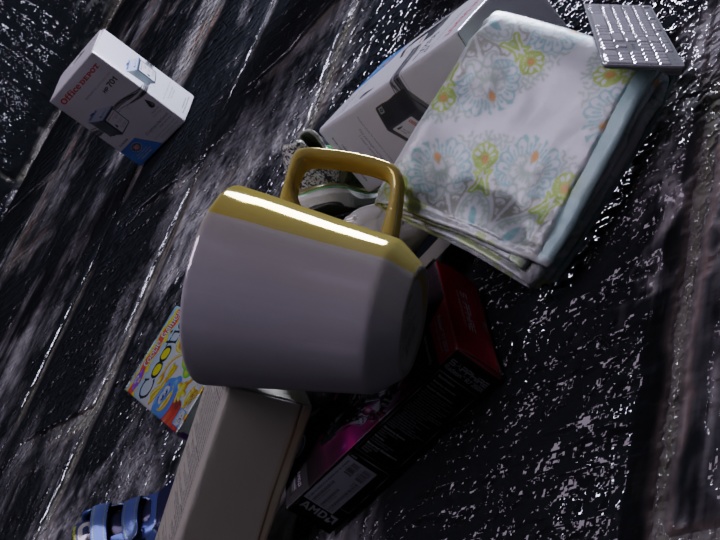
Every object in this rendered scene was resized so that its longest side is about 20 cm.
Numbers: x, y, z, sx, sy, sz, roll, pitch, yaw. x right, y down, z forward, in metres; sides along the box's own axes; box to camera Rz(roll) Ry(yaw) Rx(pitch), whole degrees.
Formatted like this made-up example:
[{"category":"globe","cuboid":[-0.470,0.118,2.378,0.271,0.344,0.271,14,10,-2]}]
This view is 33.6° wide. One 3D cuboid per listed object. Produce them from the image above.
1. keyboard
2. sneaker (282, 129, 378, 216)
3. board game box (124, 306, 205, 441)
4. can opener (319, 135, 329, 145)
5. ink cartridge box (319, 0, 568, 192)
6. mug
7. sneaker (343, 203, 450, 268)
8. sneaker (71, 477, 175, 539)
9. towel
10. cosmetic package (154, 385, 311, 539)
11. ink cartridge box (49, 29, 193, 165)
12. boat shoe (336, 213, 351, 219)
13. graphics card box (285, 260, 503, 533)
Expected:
[{"category":"keyboard","cuboid":[0.205,-0.181,0.910,0.200,0.056,0.011,-76,-7,-65]},{"category":"sneaker","cuboid":[-0.029,-0.098,1.172,0.077,0.089,0.200,-15,3,14]},{"category":"board game box","cuboid":[-0.137,0.115,1.148,0.103,0.105,0.200,-59,23,-7]},{"category":"can opener","cuboid":[-0.080,-0.053,1.305,0.200,0.067,0.053,-61,24,-13]},{"category":"ink cartridge box","cuboid":[0.077,-0.176,1.108,0.200,0.084,0.145,-28,17,46]},{"category":"mug","cuboid":[-0.031,0.006,0.870,0.149,0.153,0.187,-15,-65,-74]},{"category":"sneaker","cuboid":[0.000,0.000,1.000,0.200,0.081,0.076,-45,-1,-29]},{"category":"sneaker","cuboid":[-0.230,0.261,1.160,0.200,0.082,0.074,-44,25,20]},{"category":"towel","cuboid":[0.122,-0.100,0.919,0.171,0.048,0.200,28,82,34]},{"category":"cosmetic package","cuboid":[-0.110,0.176,0.974,0.104,0.073,0.201,-127,54,-71]},{"category":"ink cartridge box","cuboid":[-0.421,-0.303,2.103,0.146,0.200,0.086,-39,28,33]},{"category":"boat shoe","cuboid":[-0.021,-0.012,1.132,0.072,0.068,0.200,-20,9,-1]},{"category":"graphics card box","cuboid":[0.019,0.099,0.944,0.200,0.051,0.126,-46,25,22]}]
